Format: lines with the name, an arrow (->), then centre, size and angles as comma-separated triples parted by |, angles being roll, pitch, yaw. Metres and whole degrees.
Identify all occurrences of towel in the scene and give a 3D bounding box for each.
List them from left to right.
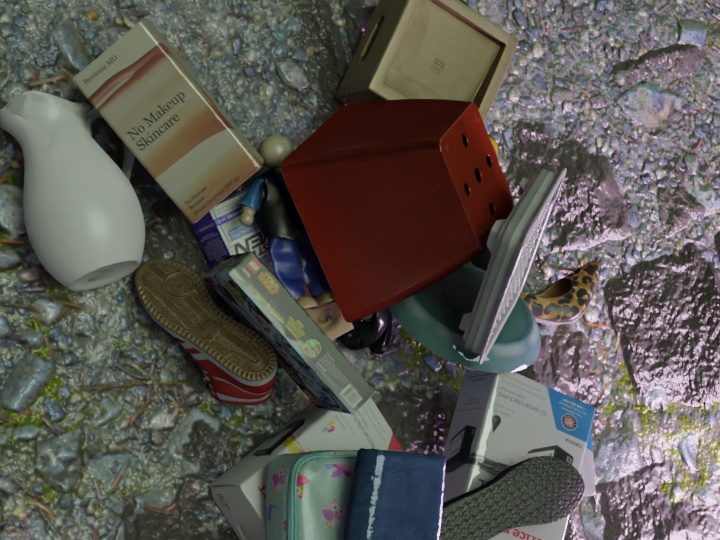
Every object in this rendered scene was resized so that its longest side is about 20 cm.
towel -> 0.029, 0.287, 1.553 | 0.111, 0.048, 0.201 | 13, 82, -33

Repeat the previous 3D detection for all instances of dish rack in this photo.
dish rack -> 0.164, -0.011, 1.647 | 0.043, 0.200, 0.172 | 23, 39, 10

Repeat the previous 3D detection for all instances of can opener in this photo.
can opener -> 0.000, 0.000, 1.781 | 0.063, 0.079, 0.201 | -6, 77, 7

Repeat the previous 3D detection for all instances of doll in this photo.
doll -> -0.075, -0.055, 1.673 | 0.136, 0.048, 0.201 | -12, 84, -41

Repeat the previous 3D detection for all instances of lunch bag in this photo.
lunch bag -> -0.004, 0.275, 1.606 | 0.199, 0.077, 0.161 | 5, 80, -32

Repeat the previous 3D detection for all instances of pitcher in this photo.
pitcher -> -0.288, -0.088, 1.596 | 0.171, 0.121, 0.201 | -10, 74, -47

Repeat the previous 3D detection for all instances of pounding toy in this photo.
pounding toy -> 0.093, -0.261, 1.852 | 0.184, 0.142, 0.201 | 29, 78, -22

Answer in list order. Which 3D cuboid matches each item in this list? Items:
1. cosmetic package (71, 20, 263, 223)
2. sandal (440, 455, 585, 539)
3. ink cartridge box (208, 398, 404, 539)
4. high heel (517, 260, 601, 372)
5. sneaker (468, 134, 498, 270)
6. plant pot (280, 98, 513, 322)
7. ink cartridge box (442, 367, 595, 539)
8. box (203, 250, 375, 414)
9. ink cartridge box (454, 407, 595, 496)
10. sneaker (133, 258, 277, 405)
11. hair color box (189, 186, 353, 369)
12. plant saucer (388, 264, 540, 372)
cosmetic package -> -0.204, -0.160, 1.596 | 0.103, 0.087, 0.200 | -40, 98, 4
sandal -> 0.156, 0.257, 1.650 | 0.200, 0.048, 0.076 | -15, 91, -22
ink cartridge box -> -0.047, 0.245, 1.681 | 0.200, 0.086, 0.148 | -38, 101, -32
high heel -> 0.218, 0.014, 1.892 | 0.200, 0.071, 0.143 | -44, 104, -24
sneaker -> 0.137, -0.064, 1.802 | 0.070, 0.201, 0.090 | -1, 38, 2
plant pot -> 0.057, -0.085, 1.667 | 0.201, 0.176, 0.200 | 67, 30, -17
ink cartridge box -> 0.175, 0.232, 1.736 | 0.145, 0.084, 0.201 | 24, 71, -22
box -> -0.079, 0.067, 1.596 | 0.040, 0.137, 0.200 | -43, 101, -15
ink cartridge box -> 0.188, 0.225, 1.832 | 0.199, 0.068, 0.117 | 3, 79, -29
sneaker -> -0.173, 0.075, 1.658 | 0.200, 0.113, 0.071 | 40, 69, 17
hair color box -> -0.102, 0.004, 1.709 | 0.109, 0.065, 0.201 | -29, 97, -32
plant saucer -> 0.126, 0.045, 1.756 | 0.199, 0.027, 0.200 | 18, 31, -11
